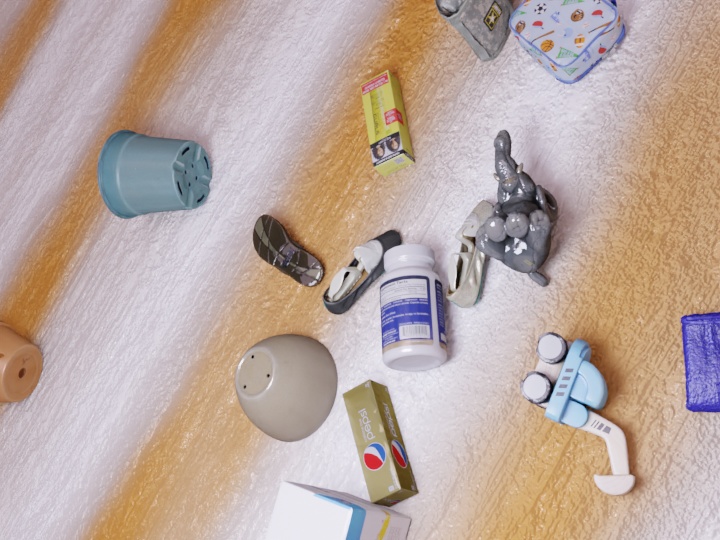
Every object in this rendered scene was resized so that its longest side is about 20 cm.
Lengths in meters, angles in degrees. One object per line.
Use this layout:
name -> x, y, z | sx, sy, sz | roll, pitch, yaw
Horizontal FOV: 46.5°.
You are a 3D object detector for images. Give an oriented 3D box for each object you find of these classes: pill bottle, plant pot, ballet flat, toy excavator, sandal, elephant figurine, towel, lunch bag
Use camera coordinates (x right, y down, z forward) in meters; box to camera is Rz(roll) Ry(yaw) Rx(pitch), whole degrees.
pill bottle -> 0.090, 0.065, 1.471 | 0.114, 0.115, 0.205 | -14, 64, 27
plant pot -> -0.851, 0.227, 1.982 | 0.137, 0.200, 0.205 | 13, 78, 19
ballet flat -> 0.191, -0.037, 1.468 | 0.067, 0.061, 0.205 | -19, 57, 62
toy excavator -> 0.342, 0.213, 1.272 | 0.197, 0.100, 0.198 | 20, 84, 28
sandal -> -0.144, -0.036, 1.705 | 0.198, 0.054, 0.083 | 35, 98, 23
elephant figurine -> 0.272, -0.109, 1.421 | 0.138, 0.157, 0.203 | 13, 47, 1
towel -> 0.557, 0.122, 1.187 | 0.196, 0.049, 0.151 | -9, 67, 30
lunch bag -> 0.375, -0.439, 1.509 | 0.160, 0.075, 0.201 | -43, 54, 8
ballet flat -> 0.000, 0.000, 1.583 | 0.201, 0.068, 0.068 | -52, 53, 5
lunch bag -> 0.216, -0.517, 1.583 | 0.115, 0.163, 0.205 | -12, 66, 32
plant pot -> -0.158, 0.205, 1.566 | 0.196, 0.134, 0.205 | -12, 65, 28
plant pot -> -0.454, -0.217, 1.895 | 0.192, 0.200, 0.205 | 3, 73, 25

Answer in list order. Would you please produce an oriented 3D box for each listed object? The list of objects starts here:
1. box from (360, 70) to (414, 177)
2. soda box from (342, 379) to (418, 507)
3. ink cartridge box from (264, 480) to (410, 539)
box -> 0.052, -0.294, 1.674 | 0.074, 0.050, 0.204 | -20, 62, 26
soda box -> 0.032, 0.296, 1.448 | 0.063, 0.067, 0.203 | -30, 58, 20
ink cartridge box -> -0.038, 0.441, 1.356 | 0.144, 0.199, 0.149 | 10, 78, 34
